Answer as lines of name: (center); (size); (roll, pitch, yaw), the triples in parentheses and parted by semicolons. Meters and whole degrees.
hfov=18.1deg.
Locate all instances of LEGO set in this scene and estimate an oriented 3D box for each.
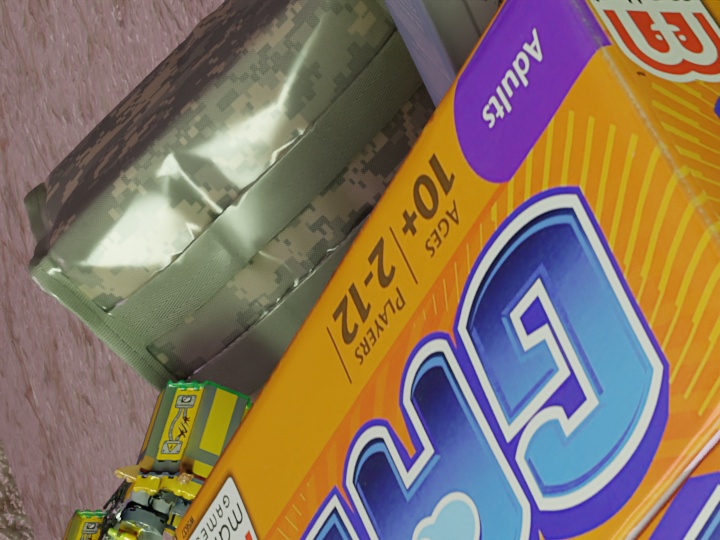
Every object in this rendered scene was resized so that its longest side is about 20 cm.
LEGO set: (-0.044, 0.135, 0.763); (0.200, 0.153, 0.117); (-38, 31, 55)

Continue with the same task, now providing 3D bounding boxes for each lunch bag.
lunch bag: (0.000, 0.000, 0.826); (0.200, 0.164, 0.118); (45, -174, -20)

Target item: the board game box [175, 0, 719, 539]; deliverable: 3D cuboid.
board game box: (0.112, 0.071, 0.498); (0.200, 0.199, 0.201); (-58, 48, 40)

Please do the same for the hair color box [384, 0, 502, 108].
hair color box: (0.067, -0.073, 0.664); (0.061, 0.099, 0.201); (53, 174, 48)
